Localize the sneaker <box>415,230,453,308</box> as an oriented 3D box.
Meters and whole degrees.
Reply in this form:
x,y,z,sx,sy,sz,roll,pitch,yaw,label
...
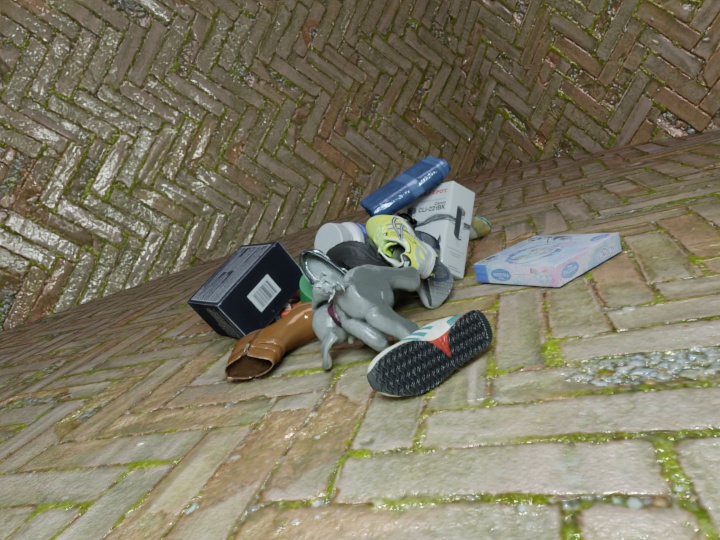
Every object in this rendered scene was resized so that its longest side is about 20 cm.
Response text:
x,y,z,sx,sy,sz,roll,pitch,yaw,label
0.130,0.008,1.103,0.074,0.087,0.201,18,37,-17,sneaker

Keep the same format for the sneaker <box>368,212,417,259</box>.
x,y,z,sx,sy,sz,roll,pitch,yaw,label
0.075,-0.081,1.163,0.074,0.107,0.200,19,19,-14,sneaker

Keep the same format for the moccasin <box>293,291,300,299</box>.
x,y,z,sx,sy,sz,roll,pitch,yaw,label
-0.113,0.025,1.413,0.200,0.078,0.074,-14,11,12,moccasin

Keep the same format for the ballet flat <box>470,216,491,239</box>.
x,y,z,sx,sy,sz,roll,pitch,yaw,label
0.310,-0.118,1.573,0.070,0.071,0.200,-18,12,-10,ballet flat

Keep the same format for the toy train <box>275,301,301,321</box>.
x,y,z,sx,sy,sz,roll,pitch,yaw,label
-0.102,0.073,1.223,0.198,0.056,0.150,-17,12,0,toy train

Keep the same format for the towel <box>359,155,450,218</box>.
x,y,z,sx,sy,sz,roll,pitch,yaw,label
0.099,-0.177,1.198,0.199,0.049,0.112,-34,22,-2,towel

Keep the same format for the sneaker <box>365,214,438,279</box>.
x,y,z,sx,sy,sz,roll,pitch,yaw,label
0.062,-0.056,1.015,0.076,0.076,0.200,11,19,-37,sneaker

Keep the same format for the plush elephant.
x,y,z,sx,sy,sz,roll,pitch,yaw,label
-0.011,0.076,0.894,0.199,0.166,0.155,15,-43,-22,plush elephant

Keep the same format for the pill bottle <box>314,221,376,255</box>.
x,y,z,sx,sy,sz,roll,pitch,yaw,label
-0.004,-0.053,1.287,0.113,0.115,0.199,-5,-7,43,pill bottle

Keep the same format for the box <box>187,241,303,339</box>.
x,y,z,sx,sy,sz,roll,pitch,yaw,label
-0.259,0.045,1.253,0.198,0.124,0.200,1,45,54,box

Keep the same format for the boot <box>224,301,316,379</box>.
x,y,z,sx,sy,sz,roll,pitch,yaw,label
-0.140,0.130,0.977,0.199,0.074,0.155,-26,9,9,boot

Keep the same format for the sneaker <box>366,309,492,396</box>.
x,y,z,sx,sy,sz,roll,pitch,yaw,label
0.086,0.118,0.756,0.199,0.071,0.093,-24,-4,-27,sneaker

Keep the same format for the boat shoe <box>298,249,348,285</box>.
x,y,z,sx,sy,sz,roll,pitch,yaw,label
-0.037,0.038,0.993,0.076,0.199,0.060,-53,-12,1,boat shoe

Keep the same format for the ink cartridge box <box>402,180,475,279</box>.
x,y,z,sx,sy,sz,roll,pitch,yaw,label
0.164,-0.085,1.220,0.083,0.202,0.144,21,-16,-39,ink cartridge box

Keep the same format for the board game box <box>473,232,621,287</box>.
x,y,z,sx,sy,sz,roll,pitch,yaw,label
0.362,-0.024,1.070,0.199,0.044,0.198,-22,12,-30,board game box

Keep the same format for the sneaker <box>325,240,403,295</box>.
x,y,z,sx,sy,sz,roll,pitch,yaw,label
0.000,0.000,1.068,0.199,0.077,0.091,20,37,36,sneaker

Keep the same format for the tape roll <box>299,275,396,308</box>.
x,y,z,sx,sy,sz,roll,pitch,yaw,label
-0.025,0.041,1.118,0.198,0.049,0.201,-1,28,0,tape roll
